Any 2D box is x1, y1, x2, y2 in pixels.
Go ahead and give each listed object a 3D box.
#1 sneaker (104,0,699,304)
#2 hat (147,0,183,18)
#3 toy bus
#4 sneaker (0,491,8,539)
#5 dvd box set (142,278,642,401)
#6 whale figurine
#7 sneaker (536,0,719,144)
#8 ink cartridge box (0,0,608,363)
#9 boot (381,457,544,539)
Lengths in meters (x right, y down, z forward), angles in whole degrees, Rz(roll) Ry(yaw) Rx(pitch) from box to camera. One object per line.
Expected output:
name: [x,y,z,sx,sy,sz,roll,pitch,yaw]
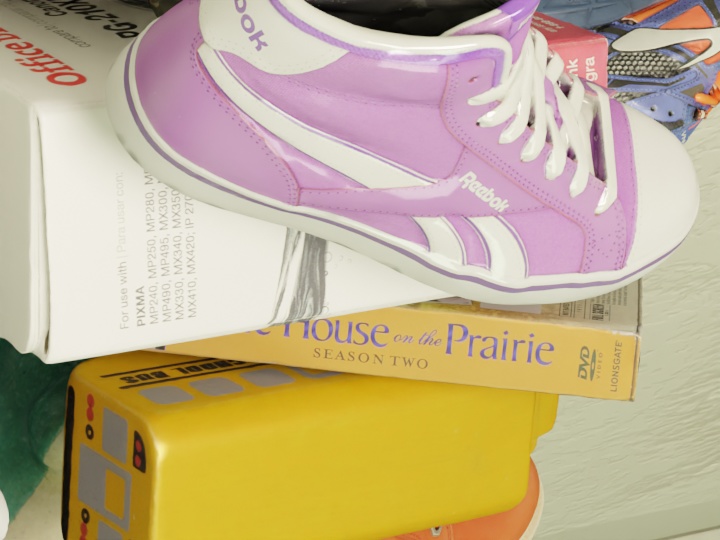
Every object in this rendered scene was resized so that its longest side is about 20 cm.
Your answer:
sneaker: [0.041,-0.047,0.837,0.200,0.073,0.114,9,151,-35]
hat: [-0.029,-0.113,0.864,0.200,0.081,0.201,-15,162,-5]
toy bus: [-0.009,0.055,1.019,0.200,0.065,0.078,-8,-160,-36]
sneaker: [-0.202,0.097,0.993,0.200,0.115,0.075,-44,161,23]
dvd box set: [0.000,0.000,1.034,0.200,0.029,0.146,6,-162,3]
whale figurine: [-0.123,0.071,1.102,0.200,0.104,0.159,-47,170,-18]
sneaker: [0.117,-0.077,1.122,0.200,0.079,0.075,-14,163,-10]
ink cartridge box: [-0.041,-0.042,0.957,0.200,0.085,0.145,-9,-161,-26]
boot: [0.007,0.093,1.139,0.200,0.075,0.107,-19,149,-38]
